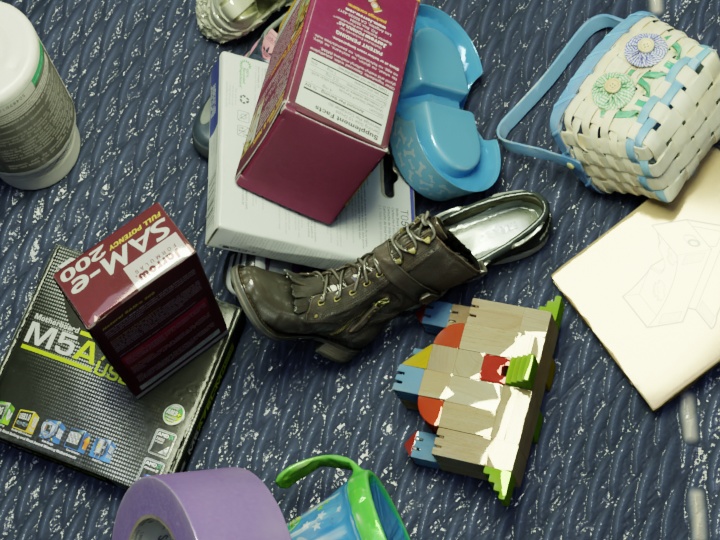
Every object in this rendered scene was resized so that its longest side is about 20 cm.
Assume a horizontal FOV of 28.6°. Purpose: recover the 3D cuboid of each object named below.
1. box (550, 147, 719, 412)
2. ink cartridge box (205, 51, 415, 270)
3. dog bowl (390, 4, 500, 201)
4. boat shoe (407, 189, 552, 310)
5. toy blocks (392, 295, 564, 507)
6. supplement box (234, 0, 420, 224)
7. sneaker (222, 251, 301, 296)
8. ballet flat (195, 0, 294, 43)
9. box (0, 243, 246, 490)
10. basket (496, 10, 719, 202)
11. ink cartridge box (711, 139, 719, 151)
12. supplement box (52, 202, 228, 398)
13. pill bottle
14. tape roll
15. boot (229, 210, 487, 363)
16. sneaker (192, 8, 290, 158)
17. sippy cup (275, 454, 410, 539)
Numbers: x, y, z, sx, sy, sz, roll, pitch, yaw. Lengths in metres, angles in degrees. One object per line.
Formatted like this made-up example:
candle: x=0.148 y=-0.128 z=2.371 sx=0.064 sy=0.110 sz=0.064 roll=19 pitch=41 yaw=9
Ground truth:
box: x=0.302 y=0.007 z=1.313 sx=0.199 sy=0.021 sz=0.164 roll=-38 pitch=70 yaw=3
ink cartridge box: x=-0.046 y=-0.096 z=1.331 sx=0.198 sy=0.041 sz=0.201 roll=12 pitch=57 yaw=-21
dog bowl: x=0.071 y=-0.158 z=1.371 sx=0.111 sy=0.049 sz=0.202 roll=8 pitch=62 yaw=-40
boat shoe: x=0.087 y=-0.024 z=1.339 sx=0.199 sy=0.060 sz=0.076 roll=-27 pitch=70 yaw=-6
toy blocks: x=0.095 y=0.105 z=1.285 sx=0.135 sy=0.100 sz=0.202 roll=9 pitch=69 yaw=20
supplement box: x=-0.027 y=-0.168 z=1.275 sx=0.102 sy=0.131 sz=0.201 roll=23 pitch=55 yaw=-15
sneaker: x=-0.077 y=-0.048 z=1.371 sx=0.087 sy=0.074 sz=0.202 roll=27 pitch=54 yaw=-27
ballet flat: x=-0.101 y=-0.280 z=1.390 sx=0.199 sy=0.071 sz=0.072 roll=-28 pitch=64 yaw=34
box: x=-0.232 y=0.095 z=1.326 sx=0.198 sy=0.048 sz=0.195 roll=19 pitch=73 yaw=10
basket: x=0.247 y=-0.164 z=1.349 sx=0.177 sy=0.139 sz=0.199 roll=-51 pitch=39 yaw=-13
ink cartridge box: x=0.432 y=-0.132 z=1.365 sx=0.197 sy=0.043 sz=0.201 roll=-32 pitch=70 yaw=-6
supplement box: x=-0.184 y=0.031 z=1.217 sx=0.108 sy=0.200 sz=0.061 roll=-36 pitch=72 yaw=-12
pill bottle: x=-0.336 y=-0.159 z=1.345 sx=0.112 sy=0.200 sz=0.114 roll=-1 pitch=69 yaw=4
tape roll: x=-0.132 y=0.267 z=1.167 sx=0.084 sy=0.200 sz=0.202 roll=-2 pitch=65 yaw=-33
boot: x=0.000 y=0.000 z=1.250 sx=0.174 sy=0.199 sz=0.070 roll=-35 pitch=55 yaw=24
sneaker: x=-0.099 y=-0.199 z=1.406 sx=0.070 sy=0.082 sz=0.200 roll=37 pitch=77 yaw=13
sippy cup: x=-0.023 y=0.259 z=1.213 sx=0.129 sy=0.140 sz=0.178 roll=-24 pitch=28 yaw=6
